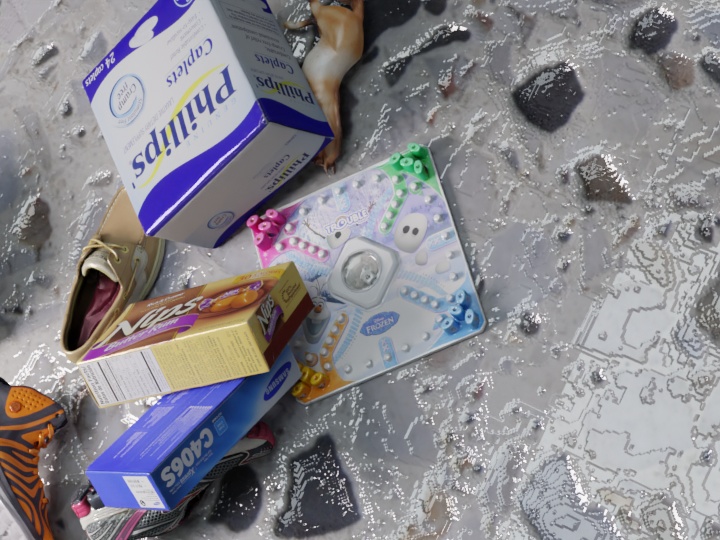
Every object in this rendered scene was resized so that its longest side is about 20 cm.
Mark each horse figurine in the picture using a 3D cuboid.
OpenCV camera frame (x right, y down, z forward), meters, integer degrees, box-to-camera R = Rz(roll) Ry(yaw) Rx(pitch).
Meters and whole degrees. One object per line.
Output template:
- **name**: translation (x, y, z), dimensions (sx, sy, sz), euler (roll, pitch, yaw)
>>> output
- **horse figurine**: translation (-0.045, -0.211, 1.500), dimensions (0.131, 0.050, 0.202), euler (22, 85, 34)

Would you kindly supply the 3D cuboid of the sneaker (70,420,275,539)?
- **sneaker**: translation (-0.170, 0.199, 1.411), dimensions (0.198, 0.081, 0.075), euler (-26, 101, 2)

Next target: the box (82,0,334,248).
- **box**: translation (-0.153, -0.158, 1.469), dimensions (0.184, 0.104, 0.202), euler (-40, 62, 26)

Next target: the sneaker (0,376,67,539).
- **sneaker**: translation (-0.321, 0.193, 1.464), dimensions (0.111, 0.077, 0.202), euler (-31, 93, -33)

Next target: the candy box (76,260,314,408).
- **candy box**: translation (-0.154, 0.061, 1.401), dimensions (0.198, 0.117, 0.057), euler (-13, 113, 28)

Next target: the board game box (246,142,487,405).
- **board game box**: translation (0.000, 0.000, 1.426), dimensions (0.198, 0.026, 0.202), euler (-23, 66, 14)

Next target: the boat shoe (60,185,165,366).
- **boat shoe**: translation (-0.250, 0.003, 1.503), dimensions (0.073, 0.066, 0.203), euler (5, 75, 23)

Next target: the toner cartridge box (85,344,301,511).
- **toner cartridge box**: translation (-0.148, 0.137, 1.354), dimensions (0.094, 0.044, 0.200), euler (-4, 30, 43)
